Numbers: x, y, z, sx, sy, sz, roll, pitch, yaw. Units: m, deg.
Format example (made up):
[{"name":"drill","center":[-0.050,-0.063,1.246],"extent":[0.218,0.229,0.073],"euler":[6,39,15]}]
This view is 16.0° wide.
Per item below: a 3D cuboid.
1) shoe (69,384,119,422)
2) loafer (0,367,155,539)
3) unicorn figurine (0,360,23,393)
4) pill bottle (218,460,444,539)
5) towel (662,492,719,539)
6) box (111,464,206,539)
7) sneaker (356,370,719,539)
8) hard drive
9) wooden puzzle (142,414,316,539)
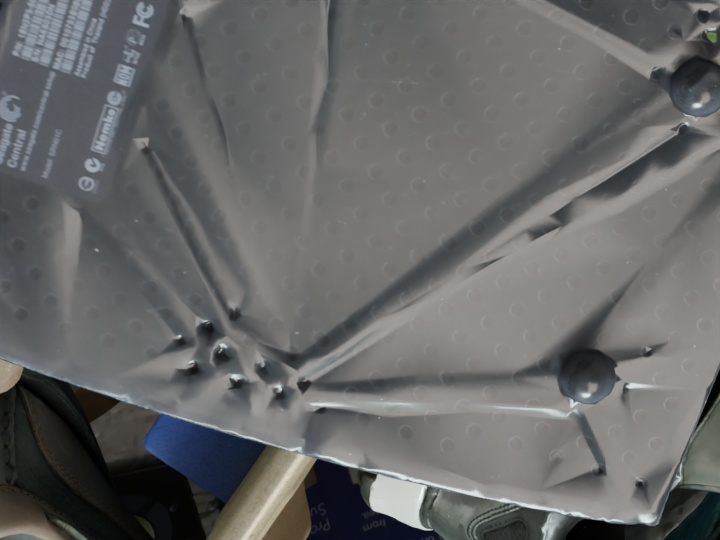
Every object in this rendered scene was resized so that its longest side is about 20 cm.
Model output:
[{"name":"shoe","center":[-0.047,-0.035,0.692],"extent":[0.053,0.070,0.200],"euler":[34,114,-18]},{"name":"loafer","center":[-0.069,0.101,0.675],"extent":[0.072,0.063,0.200],"euler":[-28,134,2]},{"name":"unicorn figurine","center":[-0.118,-0.055,0.577],"extent":[0.200,0.074,0.138],"euler":[27,81,-35]},{"name":"pill bottle","center":[0.027,0.140,0.813],"extent":[0.110,0.200,0.111],"euler":[-10,139,-9]},{"name":"towel","center":[0.066,0.159,0.933],"extent":[0.200,0.022,0.147],"euler":[-46,-179,28]},{"name":"box","center":[-0.074,0.194,0.829],"extent":[0.086,0.200,0.164],"euler":[-10,140,-14]},{"name":"sneaker","center":[0.080,0.009,0.655],"extent":[0.066,0.090,0.200],"euler":[-16,141,-56]},{"name":"hard drive","center":[-0.013,-0.034,0.526],"extent":[0.199,0.042,0.135],"euler":[17,106,-8]},{"name":"wooden puzzle","center":[0.000,0.000,0.659],"extent":[0.046,0.185,0.200],"euler":[30,104,2]}]
